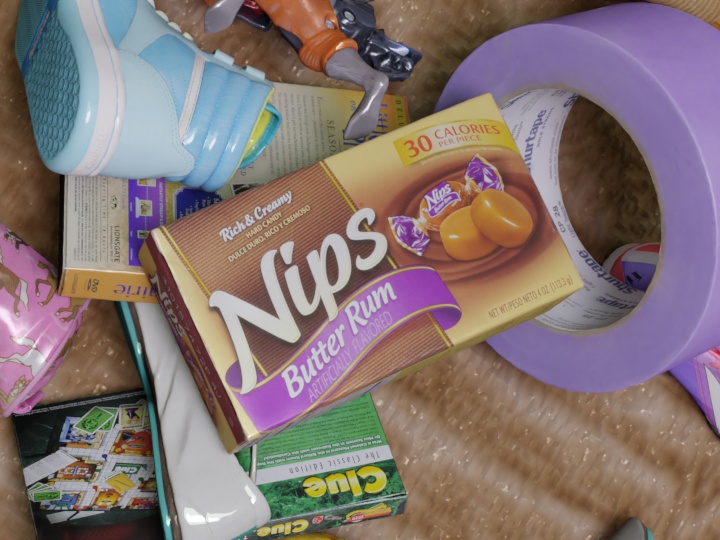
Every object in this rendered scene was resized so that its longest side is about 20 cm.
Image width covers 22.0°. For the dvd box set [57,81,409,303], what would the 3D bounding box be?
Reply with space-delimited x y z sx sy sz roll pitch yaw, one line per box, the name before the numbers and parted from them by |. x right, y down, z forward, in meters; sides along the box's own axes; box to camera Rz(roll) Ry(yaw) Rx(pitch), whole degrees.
dvd box set | -0.065 -0.044 1.015 0.199 0.029 0.147 4 54 -15

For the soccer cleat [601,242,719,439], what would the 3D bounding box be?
soccer cleat | 0.227 0.058 1.099 0.200 0.073 0.068 42 78 -9

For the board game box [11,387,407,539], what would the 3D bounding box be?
board game box | -0.083 0.105 1.011 0.199 0.024 0.105 -9 49 -14

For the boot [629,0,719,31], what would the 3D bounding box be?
boot | 0.167 -0.197 1.098 0.144 0.202 0.071 18 119 -47

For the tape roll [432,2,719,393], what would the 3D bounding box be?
tape roll | 0.133 -0.041 1.008 0.085 0.199 0.201 -18 91 -43

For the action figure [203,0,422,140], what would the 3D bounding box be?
action figure | -0.023 -0.160 1.005 0.199 0.194 0.105 21 124 -30

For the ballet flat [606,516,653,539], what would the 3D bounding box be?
ballet flat | 0.121 0.237 1.066 0.063 0.067 0.201 12 83 -5

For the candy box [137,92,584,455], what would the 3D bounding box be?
candy box | 0.000 0.000 0.950 0.199 0.056 0.117 -23 83 -20

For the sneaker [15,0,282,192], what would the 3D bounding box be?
sneaker | -0.111 -0.112 0.991 0.130 0.080 0.201 13 41 -27

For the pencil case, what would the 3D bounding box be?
pencil case | -0.239 -0.004 0.975 0.199 0.087 0.083 34 60 -9

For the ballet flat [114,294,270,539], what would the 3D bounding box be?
ballet flat | -0.090 0.060 0.989 0.069 0.070 0.201 -8 58 -15

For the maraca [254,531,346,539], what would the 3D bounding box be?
maraca | -0.005 0.217 1.002 0.199 0.107 0.137 34 44 2
